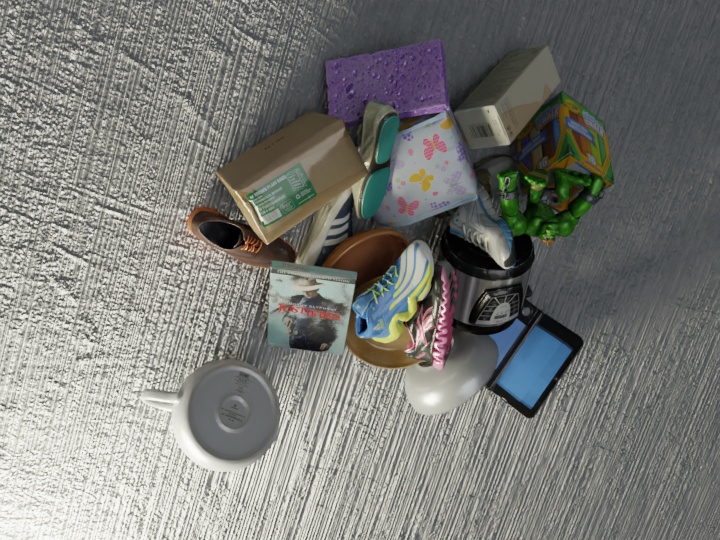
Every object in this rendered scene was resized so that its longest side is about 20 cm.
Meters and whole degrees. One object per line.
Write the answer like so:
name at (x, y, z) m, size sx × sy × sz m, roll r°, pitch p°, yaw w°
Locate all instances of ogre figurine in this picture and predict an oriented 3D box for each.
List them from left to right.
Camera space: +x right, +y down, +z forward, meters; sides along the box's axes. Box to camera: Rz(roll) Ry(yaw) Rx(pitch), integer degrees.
ogre figurine at (0.320, -0.113, 1.183) m, size 0.198 × 0.098 × 0.121 m, roll -13°, pitch 127°, yaw -33°

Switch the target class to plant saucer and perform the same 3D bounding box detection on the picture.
plant saucer at (0.000, 0.000, 1.222) m, size 0.198 × 0.038 × 0.201 m, roll -26°, pitch 144°, yaw -20°
plant saucer at (0.061, 0.088, 1.250) m, size 0.197 × 0.036 × 0.203 m, roll -1°, pitch 118°, yaw -2°

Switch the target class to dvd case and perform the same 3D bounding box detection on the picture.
dvd case at (-0.088, 0.068, 1.181) m, size 0.144 × 0.022 × 0.202 m, roll 8°, pitch 133°, yaw -3°

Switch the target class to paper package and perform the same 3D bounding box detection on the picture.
paper package at (-0.111, -0.156, 1.088) m, size 0.199 × 0.191 × 0.104 m, roll -34°, pitch 114°, yaw -8°

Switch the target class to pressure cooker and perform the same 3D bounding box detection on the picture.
pressure cooker at (0.226, 0.019, 1.273) m, size 0.179 × 0.174 × 0.202 m, roll -45°, pitch 151°, yaw -40°

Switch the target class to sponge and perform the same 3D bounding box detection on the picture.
sponge at (0.042, -0.301, 1.117) m, size 0.197 × 0.030 × 0.113 m, roll -6°, pitch 81°, yaw 18°

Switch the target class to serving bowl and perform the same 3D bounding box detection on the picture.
serving bowl at (0.159, 0.173, 1.292) m, size 0.200 × 0.200 × 0.066 m, roll -41°, pitch 110°, yaw -6°

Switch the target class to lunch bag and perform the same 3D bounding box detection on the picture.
lunch bag at (0.086, -0.183, 1.196) m, size 0.198 × 0.128 × 0.171 m, roll -21°, pitch 113°, yaw 15°

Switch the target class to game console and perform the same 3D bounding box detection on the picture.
game console at (0.319, 0.165, 1.397) m, size 0.170 × 0.118 × 0.201 m, roll 34°, pitch 90°, yaw -27°

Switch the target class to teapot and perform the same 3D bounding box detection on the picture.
teapot at (-0.245, 0.252, 1.187) m, size 0.196 × 0.146 × 0.202 m, roll -27°, pitch 90°, yaw -35°

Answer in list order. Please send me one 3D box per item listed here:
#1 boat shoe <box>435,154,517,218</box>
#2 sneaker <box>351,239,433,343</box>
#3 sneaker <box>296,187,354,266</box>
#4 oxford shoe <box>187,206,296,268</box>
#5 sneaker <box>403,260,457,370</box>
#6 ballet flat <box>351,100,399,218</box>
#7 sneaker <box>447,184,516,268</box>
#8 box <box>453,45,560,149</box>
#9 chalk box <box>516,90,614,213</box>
boat shoe at (0.220, -0.152, 1.291) m, size 0.199 × 0.068 × 0.075 m, roll -31°, pitch 115°, yaw -11°
sneaker at (0.049, 0.042, 1.143) m, size 0.104 × 0.076 × 0.202 m, roll -5°, pitch 126°, yaw -39°
sneaker at (-0.036, -0.078, 1.208) m, size 0.084 × 0.075 × 0.202 m, roll 20°, pitch 109°, yaw -25°
oxford shoe at (-0.193, -0.043, 1.154) m, size 0.198 × 0.072 × 0.072 m, roll 19°, pitch 97°, yaw -26°
sneaker at (0.115, 0.075, 1.191) m, size 0.094 × 0.079 × 0.203 m, roll 12°, pitch 114°, yaw 20°
ballet flat at (0.018, -0.181, 1.121) m, size 0.067 × 0.062 × 0.202 m, roll -20°, pitch 137°, yaw -41°
sneaker at (0.200, -0.066, 1.173) m, size 0.086 × 0.201 × 0.076 m, roll -15°, pitch 130°, yaw -6°
box at (0.261, -0.306, 1.211) m, size 0.200 × 0.094 × 0.078 m, roll -48°, pitch 121°, yaw -28°
chalk box at (0.375, -0.232, 1.277) m, size 0.124 × 0.124 × 0.202 m, roll 23°, pitch 53°, yaw -27°
